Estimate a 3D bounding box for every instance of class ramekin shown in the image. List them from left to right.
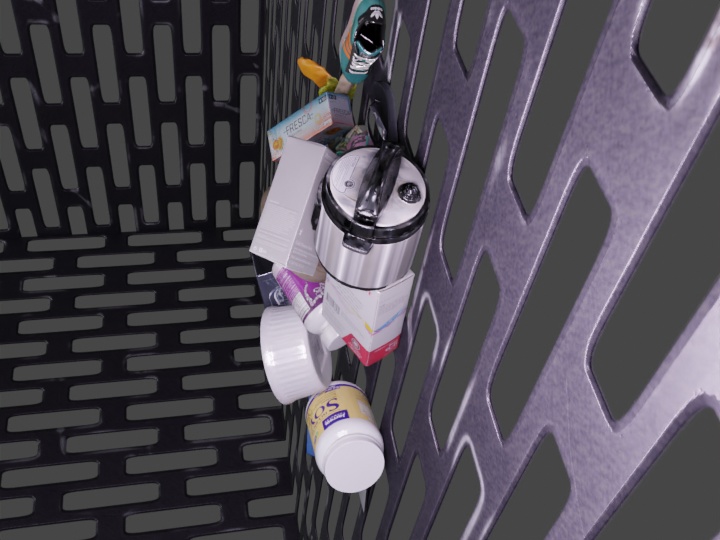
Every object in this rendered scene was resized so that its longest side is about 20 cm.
[{"bbox_3d":[-0.128,0.165,1.665,0.200,0.095,0.206,-13,-90,-79],"label":"ramekin"}]

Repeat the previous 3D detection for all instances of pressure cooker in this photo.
[{"bbox_3d":[0.019,-0.092,1.240,0.178,0.175,0.202,62,157,28],"label":"pressure cooker"}]

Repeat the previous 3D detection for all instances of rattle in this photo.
[{"bbox_3d":[-0.093,-0.320,1.666,0.204,0.140,0.130,-68,15,3],"label":"rattle"}]

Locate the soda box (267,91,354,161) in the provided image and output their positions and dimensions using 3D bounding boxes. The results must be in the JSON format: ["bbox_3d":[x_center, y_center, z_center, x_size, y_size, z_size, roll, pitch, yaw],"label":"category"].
[{"bbox_3d":[-0.102,-0.282,1.612,0.198,0.063,0.070,-21,76,43],"label":"soda box"}]

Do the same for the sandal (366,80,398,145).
[{"bbox_3d":[0.038,-0.239,1.404,0.076,0.042,0.206,123,142,-70],"label":"sandal"}]

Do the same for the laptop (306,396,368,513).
[{"bbox_3d":[-0.052,0.417,1.842,0.202,0.113,0.191,-110,20,-54],"label":"laptop"}]

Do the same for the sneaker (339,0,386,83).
[{"bbox_3d":[0.003,-0.403,1.459,0.202,0.069,0.082,107,161,-55],"label":"sneaker"}]

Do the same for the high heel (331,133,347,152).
[{"bbox_3d":[-0.084,-0.203,1.761,0.203,0.071,0.142,-63,13,-25],"label":"high heel"}]

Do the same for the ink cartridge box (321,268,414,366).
[{"bbox_3d":[0.009,0.043,1.411,0.148,0.084,0.203,48,146,30],"label":"ink cartridge box"}]

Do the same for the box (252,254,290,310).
[{"bbox_3d":[-0.122,0.042,1.792,0.105,0.195,0.186,-117,12,-61],"label":"box"}]

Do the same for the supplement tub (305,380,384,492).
[{"bbox_3d":[-0.032,0.338,1.652,0.201,0.141,0.149,-117,26,-62],"label":"supplement tub"}]

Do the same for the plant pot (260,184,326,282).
[{"bbox_3d":[-0.055,-0.108,1.460,0.172,0.198,0.204,-31,54,31],"label":"plant pot"}]

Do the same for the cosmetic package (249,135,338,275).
[{"bbox_3d":[-0.098,-0.106,1.333,0.106,0.089,0.205,17,-86,-64],"label":"cosmetic package"}]

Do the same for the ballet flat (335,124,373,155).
[{"bbox_3d":[-0.003,-0.245,1.562,0.200,0.067,0.073,-137,63,-77],"label":"ballet flat"}]

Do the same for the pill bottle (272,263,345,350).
[{"bbox_3d":[-0.081,0.050,1.577,0.202,0.111,0.113,55,156,19],"label":"pill bottle"}]
